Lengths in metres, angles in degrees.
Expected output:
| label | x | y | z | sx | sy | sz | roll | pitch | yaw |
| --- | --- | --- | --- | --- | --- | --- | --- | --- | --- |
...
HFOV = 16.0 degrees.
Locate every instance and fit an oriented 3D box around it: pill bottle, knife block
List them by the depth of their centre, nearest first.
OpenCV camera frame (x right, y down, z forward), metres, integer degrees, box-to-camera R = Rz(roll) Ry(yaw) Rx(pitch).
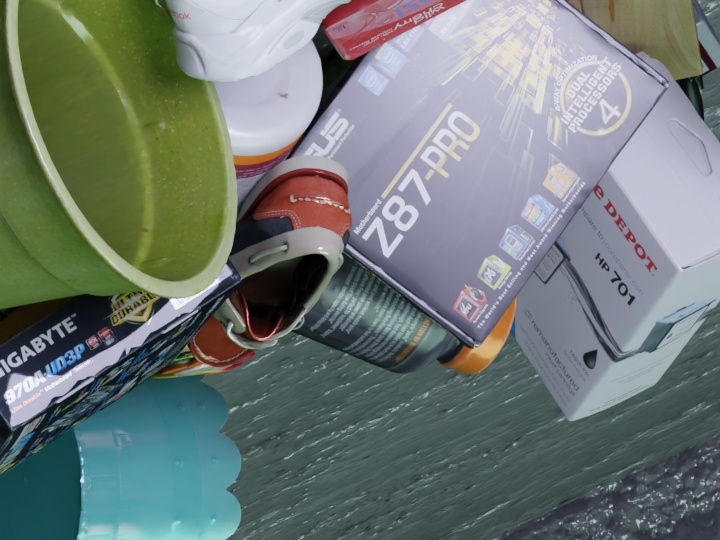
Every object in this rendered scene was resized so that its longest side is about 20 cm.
| label | x | y | z | sx | sy | sz | roll | pitch | yaw |
| --- | --- | --- | --- | --- | --- | --- | --- | --- | --- |
| pill bottle | -0.105 | -0.074 | 1.501 | 0.109 | 0.110 | 0.200 | -16 | 162 | -30 |
| pill bottle | 0.000 | 0.000 | 1.614 | 0.199 | 0.107 | 0.106 | 23 | 140 | -23 |
| knife block | 0.192 | -0.164 | 1.638 | 0.175 | 0.064 | 0.200 | 17 | 141 | -29 |

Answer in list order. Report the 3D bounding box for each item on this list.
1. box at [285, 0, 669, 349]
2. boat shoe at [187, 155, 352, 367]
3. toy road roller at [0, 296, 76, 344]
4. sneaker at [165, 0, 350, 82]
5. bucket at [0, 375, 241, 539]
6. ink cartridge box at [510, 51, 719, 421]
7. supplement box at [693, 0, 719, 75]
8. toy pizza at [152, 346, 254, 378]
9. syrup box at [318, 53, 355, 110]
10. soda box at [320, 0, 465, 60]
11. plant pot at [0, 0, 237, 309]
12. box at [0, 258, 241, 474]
| label | x | y | z | sx | sy | sz | roll | pitch | yaw |
| --- | --- | --- | --- | --- | --- | --- | --- | --- | --- |
| box | 0.063 | -0.080 | 1.525 | 0.200 | 0.161 | 0.049 | -53 | -174 | -2 |
| boat shoe | -0.057 | 0.010 | 1.489 | 0.071 | 0.063 | 0.200 | 10 | 147 | -21 |
| toy road roller | -0.219 | -0.005 | 1.540 | 0.200 | 0.123 | 0.146 | -38 | 175 | 37 |
| sneaker | -0.023 | -0.186 | 1.345 | 0.200 | 0.078 | 0.100 | -39 | 131 | -22 |
| bucket | -0.197 | 0.155 | 1.926 | 0.134 | 0.208 | 0.207 | -1 | 152 | -36 |
| ink cartridge box | 0.161 | -0.019 | 1.651 | 0.085 | 0.147 | 0.200 | -23 | 159 | -28 |
| supplement box | 0.152 | -0.135 | 1.796 | 0.199 | 0.061 | 0.109 | -30 | 162 | 10 |
| toy pizza | -0.146 | 0.059 | 1.691 | 0.199 | 0.032 | 0.200 | -6 | 177 | 0 |
| syrup box | -0.020 | -0.072 | 1.695 | 0.081 | 0.079 | 0.200 | -8 | 156 | -50 |
| soda box | 0.060 | -0.198 | 1.453 | 0.199 | 0.064 | 0.070 | -28 | 164 | 4 |
| plant pot | -0.195 | -0.053 | 1.336 | 0.189 | 0.201 | 0.200 | -20 | 168 | 26 |
| box | -0.162 | 0.054 | 1.467 | 0.159 | 0.046 | 0.200 | -33 | 176 | -22 |
